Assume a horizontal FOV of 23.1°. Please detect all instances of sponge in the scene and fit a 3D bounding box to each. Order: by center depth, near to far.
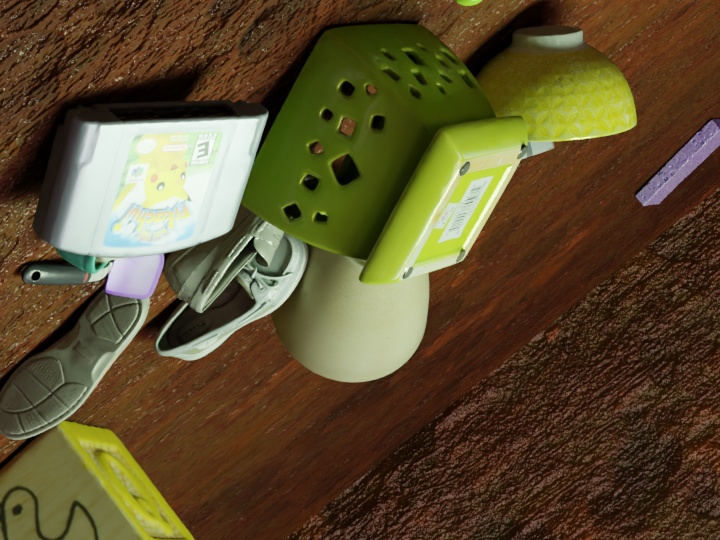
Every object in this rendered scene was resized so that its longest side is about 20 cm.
[{"bbox_3d":[0.595,-0.198,3.229,0.200,0.030,0.111,-46,165,20],"label":"sponge"}]

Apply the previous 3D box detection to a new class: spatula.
[{"bbox_3d":[-0.250,0.002,1.646,0.200,0.020,0.057,-2,118,-63],"label":"spatula"}]

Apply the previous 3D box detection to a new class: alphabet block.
[{"bbox_3d":[-0.335,0.312,2.025,0.200,0.196,0.196,-42,168,3],"label":"alphabet block"}]

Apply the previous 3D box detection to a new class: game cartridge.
[{"bbox_3d":[-0.172,-0.075,1.459,0.199,0.040,0.134,-8,131,-43],"label":"game cartridge"}]

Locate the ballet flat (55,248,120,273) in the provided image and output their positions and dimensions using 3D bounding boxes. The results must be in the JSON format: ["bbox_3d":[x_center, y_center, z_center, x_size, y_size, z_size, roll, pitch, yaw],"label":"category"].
[{"bbox_3d":[-0.178,-0.063,1.554,0.199,0.071,0.067,-37,165,-14],"label":"ballet flat"}]

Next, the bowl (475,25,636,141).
[{"bbox_3d":[0.212,-0.216,1.981,0.199,0.199,0.109,-22,114,-51],"label":"bowl"}]

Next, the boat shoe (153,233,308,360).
[{"bbox_3d":[-0.141,0.027,1.921,0.201,0.075,0.065,-37,171,14],"label":"boat shoe"}]

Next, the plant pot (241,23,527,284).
[{"bbox_3d":[0.035,-0.105,1.688,0.198,0.181,0.201,-15,138,-58],"label":"plant pot"}]

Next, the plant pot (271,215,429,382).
[{"bbox_3d":[0.000,0.000,1.965,0.187,0.188,0.200,-34,164,-21],"label":"plant pot"}]

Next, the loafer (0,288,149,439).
[{"bbox_3d":[-0.283,0.094,1.766,0.200,0.072,0.063,-45,173,5],"label":"loafer"}]

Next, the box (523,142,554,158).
[{"bbox_3d":[0.106,-0.125,2.022,0.155,0.042,0.199,-11,-172,40],"label":"box"}]

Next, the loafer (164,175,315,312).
[{"bbox_3d":[-0.110,-0.035,1.813,0.200,0.070,0.070,-40,165,-6],"label":"loafer"}]

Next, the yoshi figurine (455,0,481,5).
[{"bbox_3d":[0.124,-0.325,1.566,0.200,0.113,0.112,-50,-149,-22],"label":"yoshi figurine"}]
